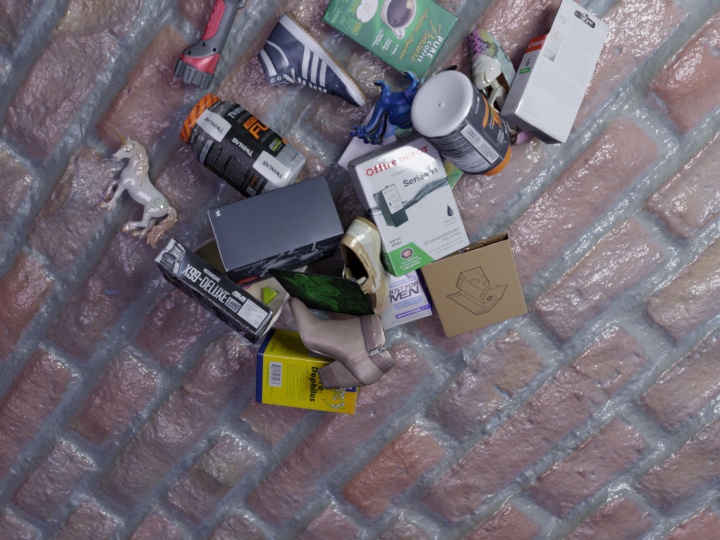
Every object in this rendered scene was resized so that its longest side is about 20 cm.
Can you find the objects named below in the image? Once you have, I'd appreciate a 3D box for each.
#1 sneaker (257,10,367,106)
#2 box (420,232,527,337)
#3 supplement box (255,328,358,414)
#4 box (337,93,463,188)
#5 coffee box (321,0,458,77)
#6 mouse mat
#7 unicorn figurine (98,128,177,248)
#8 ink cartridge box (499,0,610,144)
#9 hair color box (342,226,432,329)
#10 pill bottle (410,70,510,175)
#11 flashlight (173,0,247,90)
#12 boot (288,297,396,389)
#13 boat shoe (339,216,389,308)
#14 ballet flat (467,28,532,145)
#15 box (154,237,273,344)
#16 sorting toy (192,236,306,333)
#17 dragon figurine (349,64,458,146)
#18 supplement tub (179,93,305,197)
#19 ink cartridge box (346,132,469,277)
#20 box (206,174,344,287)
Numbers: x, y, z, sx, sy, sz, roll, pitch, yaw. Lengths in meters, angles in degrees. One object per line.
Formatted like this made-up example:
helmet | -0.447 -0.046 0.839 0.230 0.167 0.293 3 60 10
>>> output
sneaker | -0.087 -0.327 1.030 0.200 0.070 0.109 45 103 -2
box | 0.209 0.032 1.102 0.161 0.021 0.201 -17 131 10
supplement box | -0.097 0.197 1.190 0.197 0.109 0.111 6 110 4
box | 0.078 -0.195 1.076 0.199 0.036 0.145 33 109 -7
coffee box | 0.049 -0.415 0.999 0.198 0.044 0.124 30 110 -4
mouse mat | -0.061 0.044 1.065 0.158 0.200 0.008 8 69 15
unicorn figurine | -0.423 -0.151 1.135 0.137 0.074 0.200 -40 115 7
ink cartridge box | 0.314 -0.320 0.975 0.108 0.050 0.203 22 90 -22
hair color box | 0.053 0.001 1.132 0.108 0.065 0.202 -19 104 13
pill bottle | 0.169 -0.219 0.955 0.105 0.199 0.108 -11 69 32
flashlight | -0.253 -0.413 1.025 0.068 0.067 0.202 35 110 25
boot | -0.029 0.115 1.090 0.145 0.070 0.202 -25 89 7
boat shoe | 0.000 0.000 1.033 0.073 0.066 0.202 26 146 34
ballet flat | 0.227 -0.298 1.001 0.069 0.071 0.201 -8 119 57
box | -0.242 0.042 1.017 0.199 0.158 0.050 36 74 -1
sorting toy | -0.194 -0.008 1.143 0.180 0.107 0.200 -43 93 7
dragon figurine | 0.075 -0.265 0.984 0.197 0.059 0.101 -9 89 23
supplement tub | -0.205 -0.208 1.057 0.199 0.123 0.123 36 109 -7
ink cartridge box | 0.079 -0.113 1.023 0.145 0.083 0.202 -24 105 -6
box | -0.144 -0.058 1.026 0.197 0.182 0.106 -19 82 -11
